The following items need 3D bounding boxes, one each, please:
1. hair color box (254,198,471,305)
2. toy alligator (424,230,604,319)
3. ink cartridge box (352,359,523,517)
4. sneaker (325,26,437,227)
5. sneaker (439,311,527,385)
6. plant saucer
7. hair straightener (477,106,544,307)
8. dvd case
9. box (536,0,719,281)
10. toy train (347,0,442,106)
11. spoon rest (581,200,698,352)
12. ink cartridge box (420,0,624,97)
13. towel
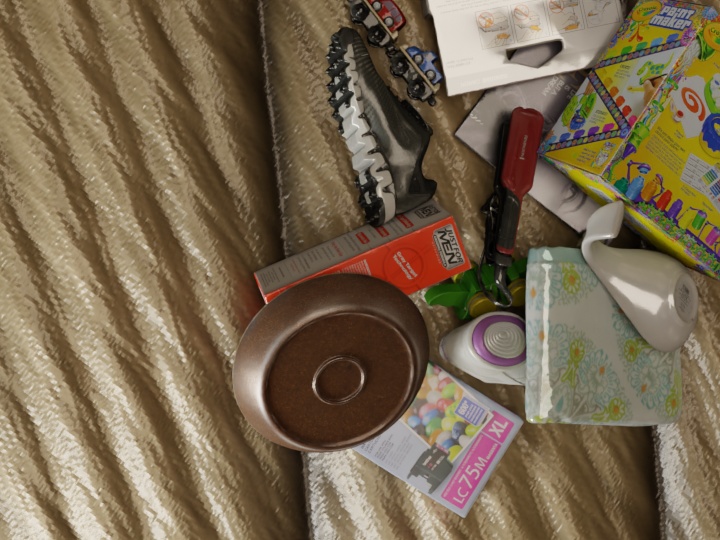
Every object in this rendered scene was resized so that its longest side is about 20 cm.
[{"bbox_3d":[0.000,0.000,1.440,0.199,0.102,0.062,-23,106,-4],"label":"hair color box"},{"bbox_3d":[0.160,0.012,1.490,0.199,0.060,0.054,-18,139,-10],"label":"toy alligator"},{"bbox_3d":[0.054,0.151,1.491,0.199,0.042,0.120,32,89,-6],"label":"ink cartridge box"},{"bbox_3d":[0.025,-0.149,1.458,0.090,0.066,0.202,-14,87,-21],"label":"sneaker"},{"bbox_3d":[0.172,0.082,1.488,0.199,0.099,0.076,14,72,-28],"label":"sneaker"},{"bbox_3d":[-0.023,0.098,1.402,0.198,0.035,0.202,-7,118,-13],"label":"plant saucer"},{"bbox_3d":[0.148,-0.058,1.455,0.041,0.077,0.202,8,75,-11],"label":"hair straightener"},{"bbox_3d":[0.217,-0.138,1.502,0.199,0.016,0.149,37,89,-8],"label":"dvd case"},{"bbox_3d":[0.320,-0.130,1.431,0.200,0.122,0.193,36,89,-28],"label":"box"},{"bbox_3d":[0.021,-0.250,1.449,0.046,0.034,0.201,-36,87,-3],"label":"toy train"},{"bbox_3d":[0.275,0.005,1.428,0.200,0.060,0.100,44,55,-38],"label":"spoon rest"},{"bbox_3d":[0.161,-0.280,1.472,0.198,0.045,0.178,-12,94,-5],"label":"ink cartridge box"},{"bbox_3d":[0.244,0.068,1.450,0.199,0.048,0.173,6,79,-35],"label":"towel"}]
